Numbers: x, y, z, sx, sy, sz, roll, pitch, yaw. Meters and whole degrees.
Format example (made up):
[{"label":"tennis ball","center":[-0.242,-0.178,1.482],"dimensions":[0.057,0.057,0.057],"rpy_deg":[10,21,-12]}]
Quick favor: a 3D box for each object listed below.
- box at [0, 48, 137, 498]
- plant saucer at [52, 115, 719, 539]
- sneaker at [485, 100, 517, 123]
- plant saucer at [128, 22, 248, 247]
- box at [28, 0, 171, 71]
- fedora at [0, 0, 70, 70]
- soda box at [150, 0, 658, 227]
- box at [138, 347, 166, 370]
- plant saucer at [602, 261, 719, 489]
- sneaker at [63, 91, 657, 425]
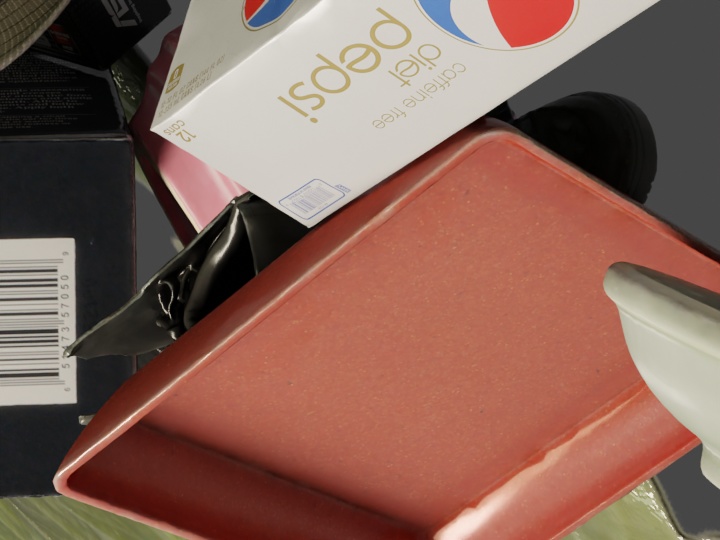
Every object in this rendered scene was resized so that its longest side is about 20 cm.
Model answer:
[{"label":"box","center":[-0.153,-0.007,0.997],"dimensions":[0.200,0.107,0.149],"rpy_deg":[-120,30,-72]},{"label":"plant saucer","center":[0.030,0.033,0.787],"dimensions":[0.200,0.199,0.037],"rpy_deg":[27,-145,-42]},{"label":"sneaker","center":[0.018,-0.066,0.857],"dimensions":[0.200,0.070,0.082],"rpy_deg":[77,170,-58]},{"label":"plant saucer","center":[-0.038,-0.006,0.971],"dimensions":[0.201,0.051,0.201],"rpy_deg":[58,174,10]},{"label":"box","center":[-0.187,-0.176,1.032],"dimensions":[0.200,0.044,0.160],"rpy_deg":[19,147,48]},{"label":"fedora","center":[-0.178,-0.139,0.827],"dimensions":[0.176,0.200,0.090],"rpy_deg":[-6,126,17]},{"label":"soda box","center":[0.025,-0.089,0.665],"dimensions":[0.064,0.068,0.200],"rpy_deg":[32,142,-25]},{"label":"box","center":[-0.026,0.082,1.136],"dimensions":[0.200,0.086,0.164],"rpy_deg":[45,159,2]},{"label":"plant saucer","center":[0.156,0.057,0.681],"dimensions":[0.200,0.050,0.200],"rpy_deg":[23,-176,-2]},{"label":"sneaker","center":[-0.001,-0.003,0.804],"dimensions":[0.200,0.104,0.060],"rpy_deg":[-34,62,30]}]
